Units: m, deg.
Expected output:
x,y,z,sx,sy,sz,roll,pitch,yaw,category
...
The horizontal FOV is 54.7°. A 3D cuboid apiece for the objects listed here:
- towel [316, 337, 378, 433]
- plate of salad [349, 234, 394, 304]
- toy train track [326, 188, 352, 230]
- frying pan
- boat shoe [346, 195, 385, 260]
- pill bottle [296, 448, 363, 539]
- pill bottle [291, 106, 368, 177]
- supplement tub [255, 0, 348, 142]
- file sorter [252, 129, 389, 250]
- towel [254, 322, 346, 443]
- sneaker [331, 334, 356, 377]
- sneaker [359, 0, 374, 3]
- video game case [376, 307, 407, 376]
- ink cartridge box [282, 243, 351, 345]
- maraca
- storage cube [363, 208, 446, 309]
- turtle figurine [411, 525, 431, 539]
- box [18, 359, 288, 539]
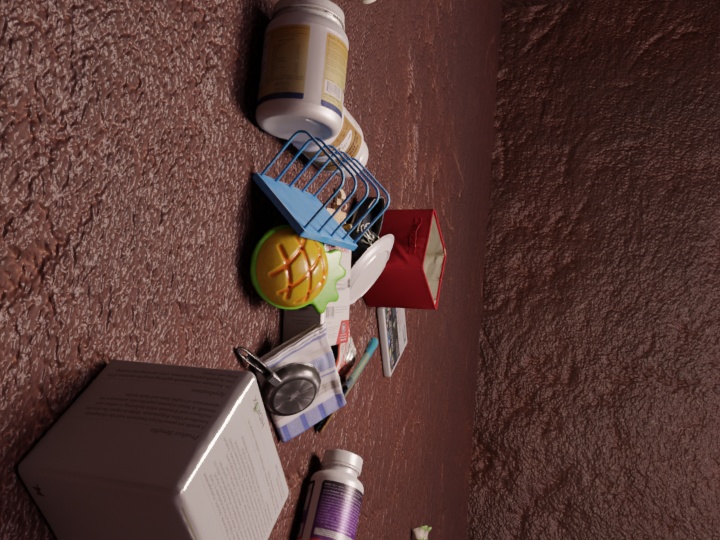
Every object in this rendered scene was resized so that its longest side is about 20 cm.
x,y,z,sx,sy,sz,roll,pitch,yaw,category
-0.026,0.237,1.463,0.148,0.022,0.200,-62,174,29,towel
0.000,0.000,1.461,0.200,0.048,0.201,-48,166,-16,plate of salad
-0.040,-0.072,1.484,0.114,0.032,0.204,3,89,-71,toy train track
-0.124,0.177,1.155,0.031,0.114,0.192,53,-17,47,frying pan
0.013,-0.079,1.553,0.075,0.061,0.202,41,53,-33,boat shoe
-0.054,0.461,1.361,0.112,0.109,0.203,64,33,-52,pill bottle
-0.056,-0.248,1.304,0.200,0.112,0.117,32,61,-68,pill bottle
-0.093,-0.329,1.146,0.144,0.142,0.204,30,64,-68,supplement tub
-0.057,-0.136,1.184,0.123,0.139,0.199,-47,158,14,file sorter
-0.101,0.200,1.221,0.146,0.024,0.202,-28,128,-22,towel
-0.056,0.194,1.404,0.203,0.066,0.109,-72,152,-45,sneaker
0.006,-0.687,1.523,0.084,0.074,0.204,41,44,-67,sneaker
0.087,0.153,1.881,0.182,0.023,0.203,-53,141,-60,video game case
-0.079,0.036,1.305,0.146,0.081,0.204,5,87,-71,ink cartridge box
-0.101,0.001,1.163,0.198,0.106,0.139,21,87,-43,maraca
0.094,-0.028,1.655,0.201,0.177,0.173,65,33,-50,storage cube
0.236,0.885,2.137,0.142,0.199,0.197,11,54,-39,turtle figurine
-0.212,0.232,0.764,0.172,0.196,0.203,-60,146,-52,box
